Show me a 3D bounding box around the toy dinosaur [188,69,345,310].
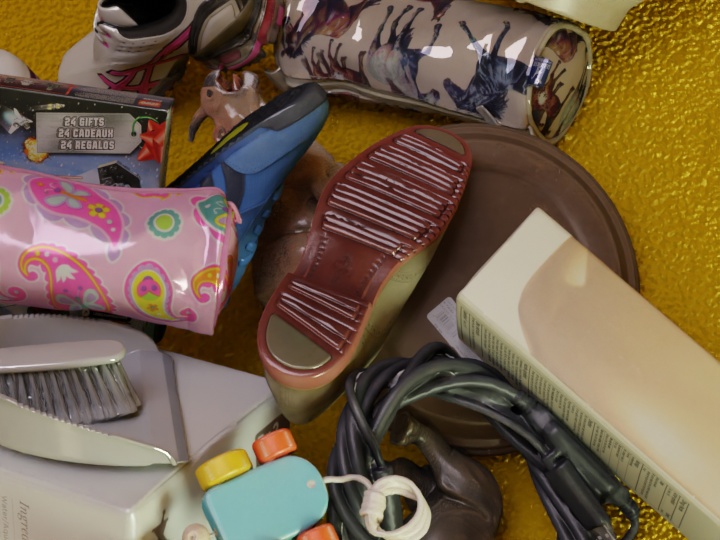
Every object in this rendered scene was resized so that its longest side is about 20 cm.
[{"bbox_3d":[-0.041,-0.022,1.604,0.135,0.086,0.201,-6,66,17],"label":"toy dinosaur"}]

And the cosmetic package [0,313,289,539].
[{"bbox_3d":[-0.163,0.144,1.475,0.199,0.166,0.165,15,30,26],"label":"cosmetic package"}]

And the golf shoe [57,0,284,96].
[{"bbox_3d":[-0.142,-0.159,1.677,0.200,0.092,0.073,-20,54,45],"label":"golf shoe"}]

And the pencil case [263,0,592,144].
[{"bbox_3d":[0.041,-0.132,1.633,0.199,0.078,0.090,13,54,25],"label":"pencil case"}]

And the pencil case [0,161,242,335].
[{"bbox_3d":[-0.168,-0.018,1.458,0.199,0.088,0.088,10,65,0],"label":"pencil case"}]

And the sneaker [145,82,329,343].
[{"bbox_3d":[-0.080,-0.033,1.560,0.200,0.066,0.078,-40,96,21],"label":"sneaker"}]

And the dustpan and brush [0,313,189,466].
[{"bbox_3d":[-0.197,0.054,1.396,0.199,0.057,0.140,-2,25,-8],"label":"dustpan and brush"}]

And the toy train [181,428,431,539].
[{"bbox_3d":[-0.051,0.187,1.358,0.150,0.056,0.201,27,69,-1],"label":"toy train"}]

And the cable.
[{"bbox_3d":[0.054,0.136,1.436,0.163,0.200,0.051,-50,13,-18],"label":"cable"}]

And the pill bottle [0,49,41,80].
[{"bbox_3d":[-0.227,-0.067,1.613,0.112,0.200,0.113,-26,39,23],"label":"pill bottle"}]

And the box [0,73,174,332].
[{"bbox_3d":[-0.215,-0.045,1.516,0.199,0.040,0.138,8,105,0],"label":"box"}]

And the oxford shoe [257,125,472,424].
[{"bbox_3d":[0.000,0.000,1.473,0.070,0.075,0.200,27,59,17],"label":"oxford shoe"}]

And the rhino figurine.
[{"bbox_3d":[0.028,0.188,1.468,0.060,0.087,0.201,-22,48,58],"label":"rhino figurine"}]

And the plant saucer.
[{"bbox_3d":[0.069,0.009,1.522,0.199,0.029,0.201,1,80,-6],"label":"plant saucer"}]

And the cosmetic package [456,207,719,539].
[{"bbox_3d":[0.149,0.065,1.439,0.200,0.105,0.071,41,80,11],"label":"cosmetic package"}]

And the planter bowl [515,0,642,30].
[{"bbox_3d":[0.129,-0.230,1.602,0.200,0.200,0.135,27,102,30],"label":"planter bowl"}]
